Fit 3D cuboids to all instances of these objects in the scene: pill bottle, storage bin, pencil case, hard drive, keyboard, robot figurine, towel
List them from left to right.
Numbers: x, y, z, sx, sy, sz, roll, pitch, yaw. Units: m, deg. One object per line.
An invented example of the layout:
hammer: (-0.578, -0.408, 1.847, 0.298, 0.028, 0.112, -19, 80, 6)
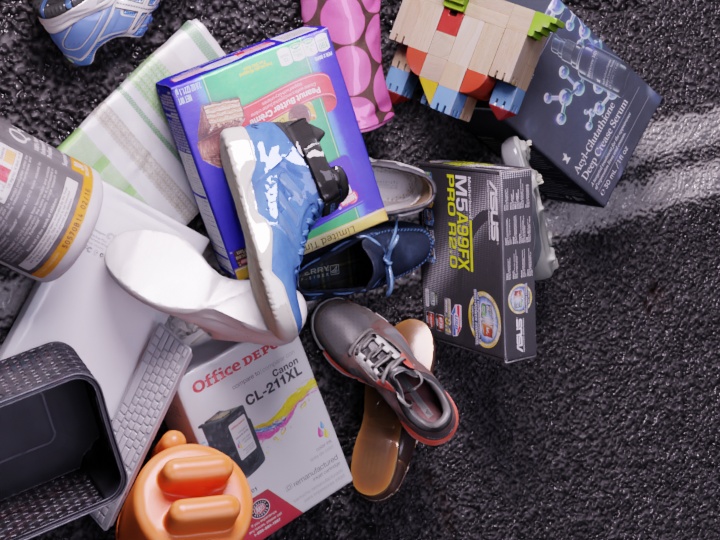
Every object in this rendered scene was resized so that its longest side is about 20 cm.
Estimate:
pill bottle: (-0.337, -0.079, 1.167, 0.199, 0.116, 0.118, 29, 82, -31)
storage bin: (-0.328, 0.167, 1.204, 0.198, 0.094, 0.137, -21, 114, -21)
hard drive: (-0.248, 0.029, 1.273, 0.131, 0.027, 0.202, 29, 89, -31)
keyboard: (-0.219, 0.151, 1.278, 0.011, 0.056, 0.202, 12, 107, -55)
towel: (-0.190, -0.128, 1.305, 0.200, 0.031, 0.150, -46, 115, -15)
robot figurine: (-0.170, 0.240, 1.251, 0.144, 0.200, 0.117, 42, 56, 5)
pencil case: (-0.011, -0.245, 1.364, 0.094, 0.090, 0.203, -31, 119, -62)

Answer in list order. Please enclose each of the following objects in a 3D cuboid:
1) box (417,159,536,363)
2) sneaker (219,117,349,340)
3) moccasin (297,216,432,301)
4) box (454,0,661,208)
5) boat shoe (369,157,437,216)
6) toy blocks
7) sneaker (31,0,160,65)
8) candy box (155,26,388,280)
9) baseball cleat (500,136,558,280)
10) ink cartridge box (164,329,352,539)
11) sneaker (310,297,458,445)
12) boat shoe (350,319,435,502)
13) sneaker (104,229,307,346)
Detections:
box: (0.124, -0.015, 1.430, 0.044, 0.160, 0.203, -8, 102, -28)
sneaker: (-0.054, -0.043, 1.216, 0.110, 0.077, 0.203, -13, 79, -14)
moccasin: (0.000, 0.000, 1.410, 0.198, 0.068, 0.082, -21, 107, -27)
box: (0.217, -0.189, 1.493, 0.199, 0.107, 0.150, 35, 80, -29)
boat shoe: (-0.011, -0.086, 1.396, 0.198, 0.060, 0.075, 3, 97, -31)
toy blocks: (0.103, -0.221, 1.381, 0.100, 0.198, 0.138, 7, 105, -62)
sneaker: (-0.217, -0.270, 1.250, 0.199, 0.075, 0.078, -37, 136, -21)
candy box: (-0.085, -0.115, 1.293, 0.167, 0.077, 0.202, -23, 109, -14)
baseball cleat: (0.160, -0.056, 1.465, 0.105, 0.070, 0.201, -12, 129, 11)
ink cartridge box: (-0.114, 0.157, 1.355, 0.145, 0.082, 0.202, -29, 111, -24)
sneaker: (0.030, 0.097, 1.392, 0.200, 0.082, 0.077, 41, 79, 7)
boat shoe: (0.037, 0.156, 1.461, 0.070, 0.070, 0.202, 47, 60, -65)
sneaker: (-0.153, 0.030, 1.261, 0.198, 0.089, 0.076, 23, 64, -4)
